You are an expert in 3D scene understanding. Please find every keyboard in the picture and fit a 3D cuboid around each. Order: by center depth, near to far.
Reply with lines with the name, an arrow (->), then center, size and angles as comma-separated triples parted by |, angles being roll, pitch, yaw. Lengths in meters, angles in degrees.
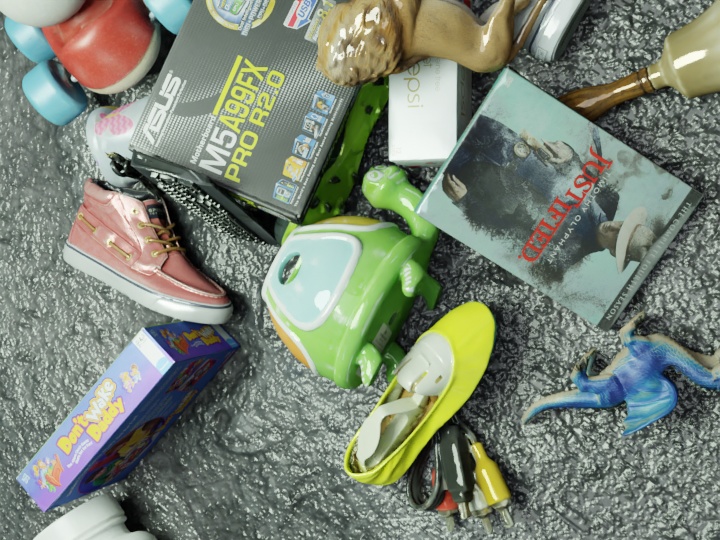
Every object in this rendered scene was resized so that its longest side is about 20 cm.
keyboard -> -0.155, -0.064, 0.857 | 0.127, 0.200, 0.021 | 21, 81, 17

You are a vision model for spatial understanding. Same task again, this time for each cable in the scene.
cable -> 0.082, 0.143, 0.875 | 0.097, 0.050, 0.201 | -16, 73, 35

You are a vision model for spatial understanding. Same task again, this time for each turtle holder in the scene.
turtle holder -> -0.005, 0.005, 0.834 | 0.132, 0.141, 0.186 | 27, 112, 16

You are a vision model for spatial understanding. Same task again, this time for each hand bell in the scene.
hand bell -> 0.234, -0.156, 0.796 | 0.200, 0.104, 0.104 | -21, 85, 31

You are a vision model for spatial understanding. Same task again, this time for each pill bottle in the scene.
pill bottle -> -0.233, 0.328, 0.932 | 0.120, 0.120, 0.200 | -38, 79, 16

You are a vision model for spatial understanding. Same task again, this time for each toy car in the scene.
toy car -> -0.285, -0.273, 0.875 | 0.184, 0.200, 0.177 | -33, 59, 12

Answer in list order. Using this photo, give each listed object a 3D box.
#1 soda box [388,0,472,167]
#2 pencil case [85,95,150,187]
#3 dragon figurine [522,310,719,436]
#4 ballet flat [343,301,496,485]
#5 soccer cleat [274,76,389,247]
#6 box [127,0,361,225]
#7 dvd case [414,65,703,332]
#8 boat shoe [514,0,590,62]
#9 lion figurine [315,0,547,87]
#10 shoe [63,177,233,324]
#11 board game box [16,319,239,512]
soda box -> 0.064, -0.195, 0.847 | 0.063, 0.068, 0.201 | 0, 91, 18
pencil case -> -0.163, -0.141, 0.917 | 0.199, 0.091, 0.083 | -11, 117, 21
dragon figurine -> 0.233, 0.103, 0.802 | 0.200, 0.059, 0.100 | -40, 79, 14
ballet flat -> 0.047, 0.112, 0.832 | 0.067, 0.067, 0.200 | 48, 116, 38
soccer cleat -> -0.036, -0.116, 0.891 | 0.081, 0.067, 0.200 | 31, 98, 30
box -> -0.086, -0.161, 0.822 | 0.160, 0.044, 0.200 | 24, 85, 0
dvd case -> 0.167, -0.058, 0.806 | 0.200, 0.022, 0.146 | 32, 101, -7
boat shoe -> 0.185, -0.279, 0.801 | 0.067, 0.074, 0.200 | 32, 102, 12
lion figurine -> 0.068, -0.198, 0.772 | 0.199, 0.072, 0.123 | 9, 106, -8
shoe -> -0.205, -0.022, 0.939 | 0.200, 0.071, 0.091 | 23, 104, 21
board game box -> -0.220, 0.134, 0.915 | 0.045, 0.134, 0.200 | 45, 103, 12
